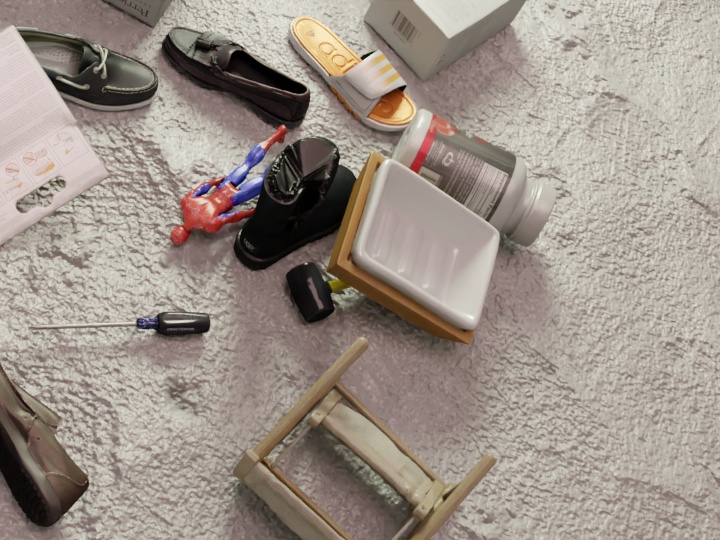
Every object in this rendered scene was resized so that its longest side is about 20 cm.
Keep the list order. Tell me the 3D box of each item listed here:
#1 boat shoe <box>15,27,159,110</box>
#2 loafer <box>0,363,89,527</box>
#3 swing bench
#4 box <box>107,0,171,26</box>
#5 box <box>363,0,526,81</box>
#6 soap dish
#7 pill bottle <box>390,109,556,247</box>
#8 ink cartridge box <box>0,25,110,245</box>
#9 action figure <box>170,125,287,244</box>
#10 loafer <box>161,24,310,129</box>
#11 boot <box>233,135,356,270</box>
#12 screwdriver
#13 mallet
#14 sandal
[{"bbox_3d":[-0.330,-0.238,1.602,0.199,0.060,0.076,3,61,-20],"label":"boat shoe"},{"bbox_3d":[-0.340,0.161,1.375,0.071,0.073,0.201,-23,77,-42],"label":"loafer"},{"bbox_3d":[-0.005,0.218,1.441,0.199,0.130,0.200,43,61,4],"label":"swing bench"},{"bbox_3d":[-0.285,-0.449,1.698,0.198,0.131,0.201,28,56,-6],"label":"box"},{"bbox_3d":[0.123,-0.365,1.838,0.200,0.098,0.124,-37,80,-33],"label":"box"},{"bbox_3d":[0.060,-0.022,1.594,0.200,0.081,0.158,31,59,-25],"label":"soap dish"},{"bbox_3d":[0.137,-0.108,1.689,0.199,0.111,0.111,26,56,-7],"label":"pill bottle"},{"bbox_3d":[-0.400,-0.146,1.519,0.161,0.050,0.200,-35,99,-18],"label":"ink cartridge box"},{"bbox_3d":[-0.147,-0.092,1.603,0.065,0.052,0.200,43,60,12],"label":"action figure"},{"bbox_3d":[-0.148,-0.251,1.682,0.199,0.063,0.072,31,55,-4],"label":"loafer"},{"bbox_3d":[-0.052,-0.096,1.571,0.076,0.168,0.200,47,55,8],"label":"boot"},{"bbox_3d":[-0.258,0.057,1.480,0.199,0.029,0.028,2,61,-27],"label":"screwdriver"},{"bbox_3d":[0.000,0.000,1.621,0.199,0.041,0.066,-24,76,-35],"label":"mallet"},{"bbox_3d":[-0.008,-0.261,1.748,0.207,0.059,0.079,42,56,4],"label":"sandal"}]
